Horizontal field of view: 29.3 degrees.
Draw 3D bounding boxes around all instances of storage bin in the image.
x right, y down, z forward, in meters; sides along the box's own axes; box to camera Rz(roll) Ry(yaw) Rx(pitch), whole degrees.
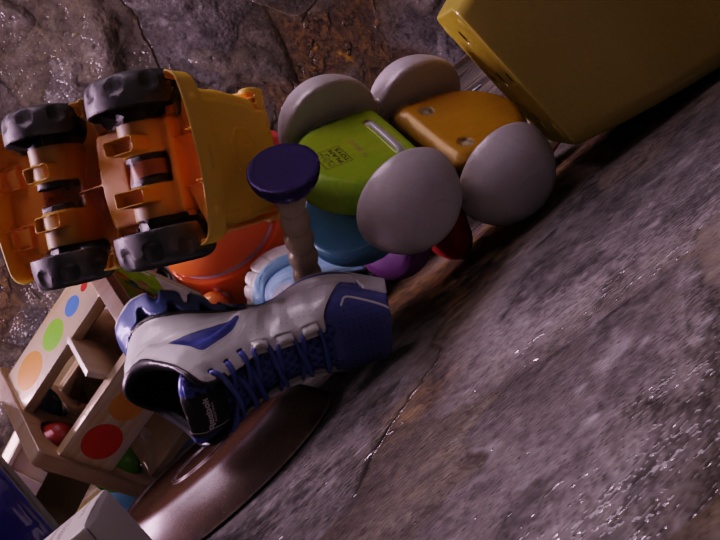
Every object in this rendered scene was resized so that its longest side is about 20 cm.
[{"bbox_3d":[-0.275,0.152,1.307,0.200,0.094,0.199,-62,9,-1],"label":"storage bin"}]

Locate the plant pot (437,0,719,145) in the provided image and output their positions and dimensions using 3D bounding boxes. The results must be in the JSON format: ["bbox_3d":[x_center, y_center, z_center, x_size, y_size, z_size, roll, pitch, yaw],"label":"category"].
[{"bbox_3d":[0.170,-0.204,1.044,0.176,0.200,0.200,-43,7,4],"label":"plant pot"}]

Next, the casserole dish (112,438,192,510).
[{"bbox_3d":[-0.161,0.148,1.228,0.121,0.039,0.200,-35,10,37],"label":"casserole dish"}]

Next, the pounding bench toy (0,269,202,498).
[{"bbox_3d":[-0.169,0.101,1.115,0.156,0.200,0.124,-55,40,10],"label":"pounding bench toy"}]

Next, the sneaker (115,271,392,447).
[{"bbox_3d":[-0.075,0.068,0.942,0.199,0.081,0.115,-6,34,4],"label":"sneaker"}]

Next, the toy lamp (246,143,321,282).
[{"bbox_3d":[-0.041,0.000,1.001,0.058,0.200,0.058,-7,44,7],"label":"toy lamp"}]

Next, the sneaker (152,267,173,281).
[{"bbox_3d":[-0.195,0.034,1.275,0.082,0.077,0.200,-64,20,-1],"label":"sneaker"}]

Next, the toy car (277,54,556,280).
[{"bbox_3d":[0.036,-0.065,1.057,0.200,0.175,0.150,-17,-46,-30],"label":"toy car"}]

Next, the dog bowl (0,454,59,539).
[{"bbox_3d":[-0.306,0.186,1.086,0.079,0.200,0.200,-39,7,-14],"label":"dog bowl"}]

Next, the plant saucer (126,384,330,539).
[{"bbox_3d":[-0.107,0.145,0.997,0.200,0.032,0.200,-40,8,7],"label":"plant saucer"}]

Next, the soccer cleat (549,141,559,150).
[{"bbox_3d":[0.073,-0.099,1.172,0.200,0.085,0.069,-17,41,22],"label":"soccer cleat"}]

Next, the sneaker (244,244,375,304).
[{"bbox_3d":[0.000,0.000,1.230,0.200,0.078,0.090,-31,42,-21],"label":"sneaker"}]

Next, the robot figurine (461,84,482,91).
[{"bbox_3d":[0.059,-0.149,1.595,0.200,0.113,0.170,-41,22,-7],"label":"robot figurine"}]

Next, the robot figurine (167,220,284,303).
[{"bbox_3d":[-0.117,-0.016,1.276,0.117,0.200,0.144,27,68,37],"label":"robot figurine"}]

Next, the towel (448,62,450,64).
[{"bbox_3d":[-0.011,-0.128,1.319,0.147,0.024,0.200,-46,15,-34],"label":"towel"}]

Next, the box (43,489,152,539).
[{"bbox_3d":[-0.220,0.235,0.875,0.200,0.068,0.082,-40,7,4],"label":"box"}]

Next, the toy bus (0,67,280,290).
[{"bbox_3d":[-0.152,-0.070,1.035,0.200,0.136,0.192,-13,1,30],"label":"toy bus"}]
